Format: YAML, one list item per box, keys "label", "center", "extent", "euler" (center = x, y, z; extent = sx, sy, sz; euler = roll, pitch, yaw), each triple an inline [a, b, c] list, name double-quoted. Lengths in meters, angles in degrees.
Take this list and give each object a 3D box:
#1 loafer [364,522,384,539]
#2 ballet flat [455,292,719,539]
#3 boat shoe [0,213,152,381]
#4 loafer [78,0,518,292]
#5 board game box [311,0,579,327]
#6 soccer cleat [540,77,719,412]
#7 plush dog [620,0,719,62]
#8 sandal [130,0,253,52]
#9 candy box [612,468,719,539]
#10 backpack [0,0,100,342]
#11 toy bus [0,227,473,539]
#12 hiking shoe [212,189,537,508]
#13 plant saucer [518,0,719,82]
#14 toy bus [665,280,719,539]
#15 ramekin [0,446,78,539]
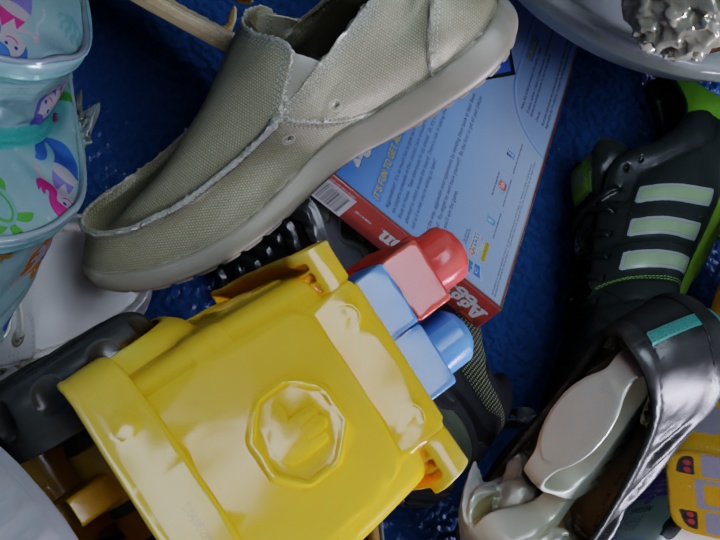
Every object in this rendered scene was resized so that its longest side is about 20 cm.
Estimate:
- label: "loafer"
  center: [-0.019, 0.168, 1.050]
  extent: [0.072, 0.072, 0.202]
  euler: [-3, 82, -30]
- label: "ballet flat"
  center: [0.080, 0.087, 1.061]
  extent: [0.068, 0.201, 0.068]
  euler: [-10, 48, -48]
- label: "boat shoe"
  center: [-0.162, 0.018, 1.006]
  extent: [0.199, 0.069, 0.071]
  euler: [-16, 85, -31]
- label: "loafer"
  center: [-0.035, -0.066, 1.003]
  extent: [0.199, 0.076, 0.068]
  euler: [-34, 111, 4]
- label: "board game box"
  center: [0.039, -0.075, 1.119]
  extent: [0.103, 0.019, 0.201]
  euler: [39, 41, -17]
- label: "soccer cleat"
  center: [0.121, -0.008, 1.172]
  extent: [0.081, 0.068, 0.201]
  euler: [37, 58, -6]
- label: "plush dog"
  center: [0.089, -0.191, 1.075]
  extent: [0.201, 0.170, 0.161]
  euler: [-86, 168, -54]
- label: "sandal"
  center: [-0.102, -0.152, 1.046]
  extent: [0.210, 0.078, 0.070]
  euler: [26, 94, -6]
- label: "candy box"
  center: [0.200, 0.149, 1.172]
  extent: [0.200, 0.071, 0.168]
  euler: [-44, 102, -28]
- label: "backpack"
  center: [-0.183, -0.065, 0.926]
  extent: [0.176, 0.151, 0.201]
  euler: [18, 41, -26]
- label: "toy bus"
  center: [-0.044, 0.058, 0.975]
  extent: [0.192, 0.200, 0.136]
  euler: [-37, 96, -23]
- label: "hiking shoe"
  center: [0.000, 0.000, 1.106]
  extent: [0.100, 0.075, 0.201]
  euler: [-32, 95, -48]
- label: "plant saucer"
  center: [0.125, -0.148, 1.180]
  extent: [0.199, 0.050, 0.201]
  euler: [14, 44, -14]
- label: "toy bus"
  center: [0.197, 0.026, 1.128]
  extent: [0.065, 0.078, 0.201]
  euler: [76, 29, -46]
- label: "ramekin"
  center: [-0.175, 0.135, 0.908]
  extent: [0.105, 0.200, 0.201]
  euler: [-38, 98, -38]
